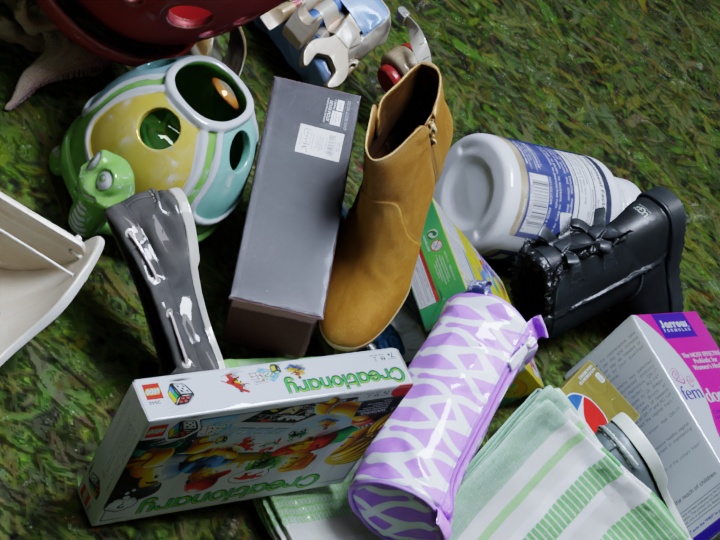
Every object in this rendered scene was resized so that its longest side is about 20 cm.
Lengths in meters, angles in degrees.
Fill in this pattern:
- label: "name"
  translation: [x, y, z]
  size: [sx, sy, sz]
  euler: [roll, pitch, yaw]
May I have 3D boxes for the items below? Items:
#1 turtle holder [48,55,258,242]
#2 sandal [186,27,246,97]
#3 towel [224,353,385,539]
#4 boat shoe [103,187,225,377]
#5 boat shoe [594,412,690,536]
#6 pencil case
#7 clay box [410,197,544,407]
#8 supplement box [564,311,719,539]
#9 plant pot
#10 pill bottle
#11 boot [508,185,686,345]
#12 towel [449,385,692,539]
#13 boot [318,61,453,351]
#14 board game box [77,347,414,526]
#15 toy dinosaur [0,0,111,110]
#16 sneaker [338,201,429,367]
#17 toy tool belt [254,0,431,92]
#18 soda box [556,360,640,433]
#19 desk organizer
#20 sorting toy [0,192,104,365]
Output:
- label: "turtle holder"
  translation: [-0.159, -0.093, 1.267]
  size: [0.185, 0.132, 0.141]
  euler: [-3, 56, -45]
- label: "sandal"
  translation: [-0.126, -0.193, 1.445]
  size: [0.080, 0.054, 0.201]
  euler: [30, 33, -56]
- label: "towel"
  translation: [-0.030, 0.151, 1.243]
  size: [0.149, 0.031, 0.200]
  euler: [2, 50, -45]
- label: "boat shoe"
  translation: [-0.134, 0.042, 1.182]
  size: [0.057, 0.067, 0.201]
  euler: [-14, 94, -21]
- label: "boat shoe"
  translation: [0.218, 0.195, 1.360]
  size: [0.073, 0.062, 0.200]
  euler: [48, -11, 46]
- label: "pencil case"
  translation: [0.065, 0.107, 1.222]
  size: [0.200, 0.085, 0.084]
  euler: [-60, 144, -32]
- label: "clay box"
  translation: [0.093, 0.034, 1.402]
  size: [0.200, 0.047, 0.115]
  euler: [48, 20, -55]
- label: "supplement box"
  translation: [0.284, 0.145, 1.481]
  size: [0.101, 0.103, 0.200]
  euler: [-2, 54, -44]
- label: "plant pot"
  translation: [-0.146, -0.261, 1.272]
  size: [0.200, 0.182, 0.201]
  euler: [24, 52, -33]
- label: "pill bottle"
  translation: [0.171, -0.059, 1.566]
  size: [0.199, 0.111, 0.111]
  euler: [8, 49, -39]
- label: "boot"
  translation: [0.216, 0.024, 1.531]
  size: [0.162, 0.199, 0.073]
  euler: [-26, 46, -24]
- label: "towel"
  translation: [0.154, 0.202, 1.264]
  size: [0.200, 0.153, 0.023]
  euler: [45, -8, -20]
- label: "boot"
  translation: [0.013, -0.049, 1.268]
  size: [0.071, 0.144, 0.202]
  euler: [20, 73, 14]
- label: "board game box"
  translation: [-0.076, 0.110, 1.119]
  size: [0.199, 0.126, 0.035]
  euler: [-6, 55, -33]
- label: "toy dinosaur"
  translation: [-0.223, -0.199, 1.359]
  size: [0.135, 0.086, 0.201]
  euler: [32, 43, -27]
- label: "sneaker"
  translation: [0.000, 0.000, 1.390]
  size: [0.200, 0.075, 0.087]
  euler: [56, 30, 3]
- label: "toy tool belt"
  translation: [-0.040, -0.213, 1.536]
  size: [0.123, 0.125, 0.200]
  euler: [-36, 76, -22]
- label: "soda box"
  translation: [0.155, 0.153, 1.380]
  size: [0.068, 0.064, 0.200]
  euler: [47, 37, 5]
- label: "desk organizer"
  translation: [-0.055, -0.041, 1.301]
  size: [0.071, 0.077, 0.201]
  euler: [12, 61, -6]
- label: "sorting toy"
  translation: [-0.295, 0.012, 1.071]
  size: [0.200, 0.107, 0.180]
  euler: [33, 45, -15]
